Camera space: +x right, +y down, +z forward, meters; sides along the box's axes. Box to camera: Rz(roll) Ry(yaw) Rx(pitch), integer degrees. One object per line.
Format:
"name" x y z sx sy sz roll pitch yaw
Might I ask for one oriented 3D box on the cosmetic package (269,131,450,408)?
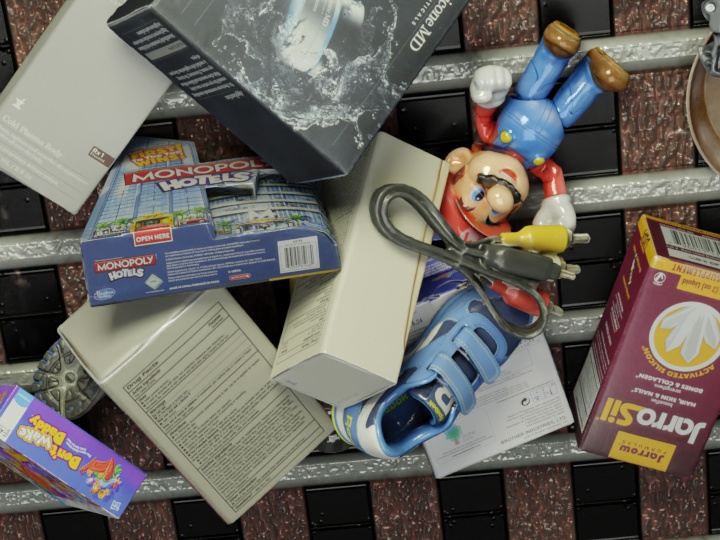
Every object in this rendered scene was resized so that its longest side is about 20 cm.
"cosmetic package" 0.000 0.000 1.601 0.073 0.201 0.103 23 156 -21

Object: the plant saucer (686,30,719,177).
"plant saucer" 0.367 -0.152 1.628 0.199 0.035 0.201 0 115 1

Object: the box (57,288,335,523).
"box" -0.135 0.091 1.641 0.128 0.109 0.200 -41 126 -7

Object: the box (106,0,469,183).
"box" -0.049 -0.205 1.510 0.200 0.117 0.197 40 75 -18

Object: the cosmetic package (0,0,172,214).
"cosmetic package" -0.216 -0.159 1.600 0.107 0.090 0.200 32 116 -14

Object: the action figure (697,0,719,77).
"action figure" 0.257 -0.242 1.538 0.192 0.105 0.201 2 102 19

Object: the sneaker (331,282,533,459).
"sneaker" 0.071 0.086 1.620 0.200 0.082 0.074 -41 113 -4

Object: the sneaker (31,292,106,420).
"sneaker" -0.208 0.042 1.713 0.077 0.085 0.200 41 90 7

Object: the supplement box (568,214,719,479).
"supplement box" 0.266 0.067 1.708 0.110 0.086 0.201 14 116 -7

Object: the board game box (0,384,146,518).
"board game box" -0.275 0.153 1.699 0.134 0.200 0.045 37 75 -16

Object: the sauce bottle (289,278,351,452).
"sauce bottle" -0.030 0.064 1.721 0.066 0.066 0.201 1 116 0

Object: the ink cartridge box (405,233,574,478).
"ink cartridge box" 0.090 0.060 1.701 0.136 0.076 0.201 -22 116 -2

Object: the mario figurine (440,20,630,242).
"mario figurine" 0.137 -0.098 1.611 0.123 0.106 0.200 39 105 20

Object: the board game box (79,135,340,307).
"board game box" -0.130 -0.054 1.598 0.199 0.200 0.062 -9 118 -7

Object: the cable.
"cable" 0.090 -0.008 1.586 0.199 0.050 0.098 16 95 -16
